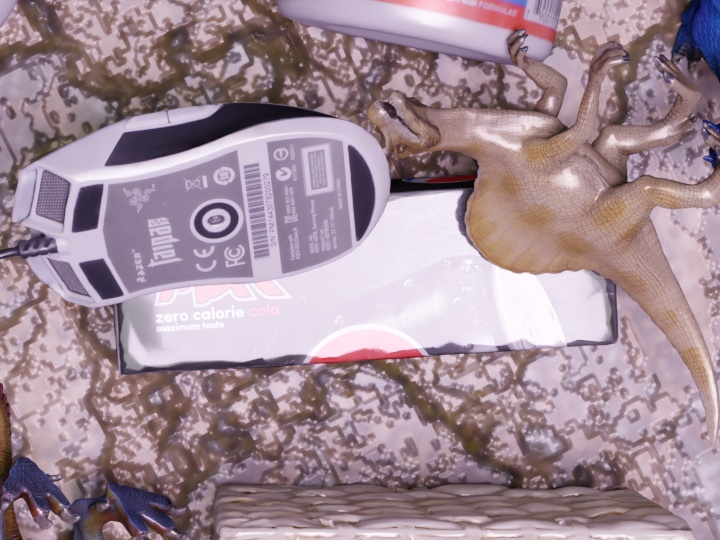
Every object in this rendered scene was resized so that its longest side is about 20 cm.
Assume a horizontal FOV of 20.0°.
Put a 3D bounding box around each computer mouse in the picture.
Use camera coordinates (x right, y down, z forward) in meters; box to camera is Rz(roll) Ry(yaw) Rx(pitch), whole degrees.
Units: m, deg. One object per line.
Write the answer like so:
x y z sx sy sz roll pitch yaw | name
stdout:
-0.089 -0.022 0.753 0.200 0.044 0.110 -10 128 -9 | computer mouse

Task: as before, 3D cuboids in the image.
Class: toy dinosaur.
-0.140 0.162 0.838 0.105 0.200 0.182 8 122 -41 | toy dinosaur
0.092 -0.028 0.776 0.200 0.058 0.101 38 113 -21 | toy dinosaur

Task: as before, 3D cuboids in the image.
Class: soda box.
0.000 0.000 0.823 0.200 0.063 0.071 -4 96 -4 | soda box

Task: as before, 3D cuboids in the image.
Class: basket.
0.032 0.151 0.807 0.200 0.136 0.124 2 91 -5 | basket

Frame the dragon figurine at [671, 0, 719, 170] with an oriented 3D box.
0.155 -0.127 0.806 0.059 0.099 0.200 -2 95 -5 | dragon figurine

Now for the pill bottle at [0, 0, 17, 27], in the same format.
-0.185 -0.108 0.698 0.200 0.113 0.113 -24 99 40 | pill bottle

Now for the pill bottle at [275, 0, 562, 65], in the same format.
0.038 -0.186 0.785 0.112 0.112 0.200 10 93 -6 | pill bottle
